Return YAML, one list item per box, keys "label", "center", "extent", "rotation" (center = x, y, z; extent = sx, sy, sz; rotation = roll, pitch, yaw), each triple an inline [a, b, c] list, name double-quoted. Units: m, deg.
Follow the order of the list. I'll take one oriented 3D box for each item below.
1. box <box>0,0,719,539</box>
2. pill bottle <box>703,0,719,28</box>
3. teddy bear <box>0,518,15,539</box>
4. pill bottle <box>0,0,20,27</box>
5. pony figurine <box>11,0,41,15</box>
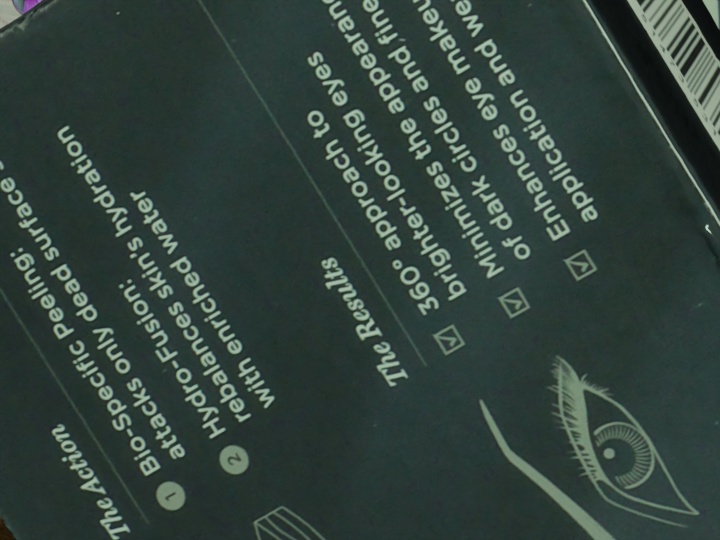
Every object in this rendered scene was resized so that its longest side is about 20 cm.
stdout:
- label: "box"
  center: [0.002, 0.000, 0.720]
  extent: [0.199, 0.197, 0.117]
  rotation: [-30, 6, 19]
- label: "pill bottle"
  center: [0.099, -0.161, 1.056]
  extent: [0.110, 0.201, 0.111]
  rotation: [-5, 30, 3]
- label: "teddy bear"
  center: [-0.122, 0.074, 0.832]
  extent: [0.144, 0.067, 0.201]
  rotation: [13, 37, -10]
- label: "pill bottle"
  center: [-0.158, -0.024, 0.966]
  extent: [0.111, 0.112, 0.200]
  rotation: [16, 38, 34]
- label: "pony figurine"
  center: [-0.076, -0.073, 0.870]
  extent: [0.166, 0.193, 0.200]
  rotation: [-38, 9, 49]
